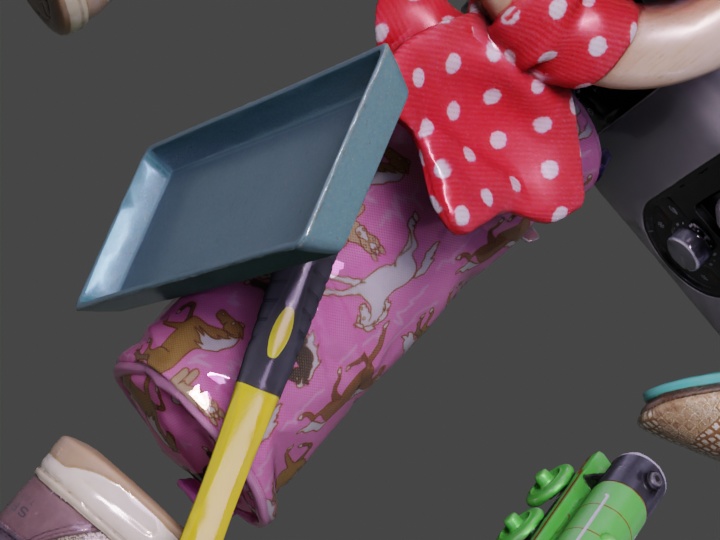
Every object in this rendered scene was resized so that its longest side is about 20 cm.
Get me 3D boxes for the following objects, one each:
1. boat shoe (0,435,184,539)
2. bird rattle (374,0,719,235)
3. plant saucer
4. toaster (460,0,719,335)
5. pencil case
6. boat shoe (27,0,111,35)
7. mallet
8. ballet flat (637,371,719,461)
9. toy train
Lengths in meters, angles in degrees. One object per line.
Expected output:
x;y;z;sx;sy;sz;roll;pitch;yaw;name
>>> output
-0.051;0.146;0.766;0.065;0.072;0.200;-44;96;-6;boat shoe
0.078;-0.113;0.711;0.162;0.113;0.201;-6;104;-7;bird rattle
-0.043;-0.023;0.736;0.019;0.200;0.070;30;71;-21;plant saucer
0.172;-0.098;0.850;0.200;0.119;0.181;-40;91;-19;toaster
0.000;0.000;0.800;0.200;0.083;0.087;-44;108;-19;pencil case
-0.119;-0.186;0.817;0.065;0.072;0.201;-15;77;-16;boat shoe
-0.027;0.050;0.719;0.066;0.041;0.201;28;84;-5;mallet
0.204;0.057;0.853;0.199;0.070;0.066;-11;85;-15;ballet flat
0.054;0.125;0.764;0.042;0.056;0.200;50;43;-7;toy train
